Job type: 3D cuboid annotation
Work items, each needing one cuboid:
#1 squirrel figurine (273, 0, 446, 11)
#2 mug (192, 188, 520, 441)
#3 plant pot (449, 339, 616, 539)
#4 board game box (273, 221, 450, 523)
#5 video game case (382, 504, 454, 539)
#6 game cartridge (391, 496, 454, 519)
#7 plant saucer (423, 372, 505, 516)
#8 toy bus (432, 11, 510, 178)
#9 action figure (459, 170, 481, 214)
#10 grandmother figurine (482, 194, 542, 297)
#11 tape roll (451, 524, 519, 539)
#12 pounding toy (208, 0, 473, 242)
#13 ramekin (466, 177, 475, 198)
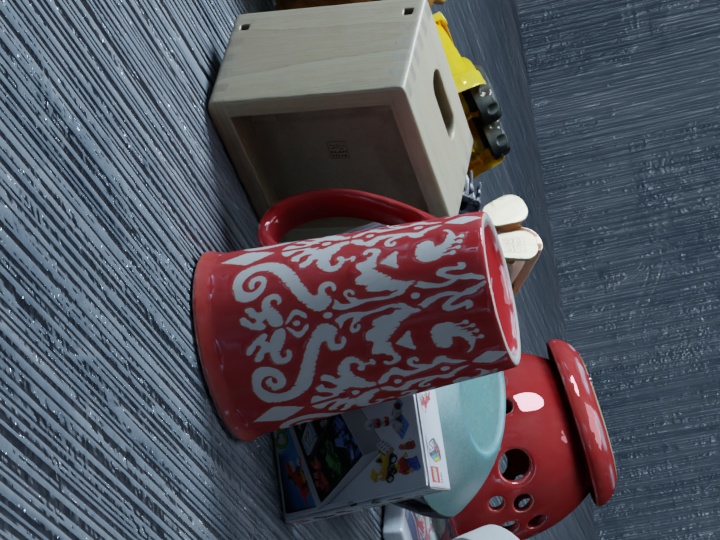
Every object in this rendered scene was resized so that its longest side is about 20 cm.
[{"bbox_3d":[-0.012,-0.273,1.534,0.187,0.141,0.200,49,-23,10],"label":"squirrel figurine"},{"bbox_3d":[-0.002,0.012,1.221,0.133,0.199,0.178,37,43,-71],"label":"mug"},{"bbox_3d":[0.159,0.178,1.829,0.200,0.182,0.201,-16,90,-87],"label":"plant pot"},{"bbox_3d":[-0.010,0.075,1.308,0.035,0.126,0.201,17,61,-57],"label":"board game box"},{"bbox_3d":[0.060,0.259,1.739,0.200,0.023,0.183,-83,159,-58],"label":"video game case"},{"bbox_3d":[0.034,0.119,1.424,0.200,0.041,0.134,34,49,-61],"label":"game cartridge"},{"bbox_3d":[0.083,0.098,1.452,0.201,0.039,0.202,-7,90,-67],"label":"plant saucer"},{"bbox_3d":[0.073,-0.208,2.058,0.200,0.135,0.193,61,5,-62],"label":"toy bus"},{"bbox_3d":[0.035,-0.081,1.581,0.200,0.118,0.103,10,-100,66],"label":"action figure"},{"bbox_3d":[0.125,0.023,1.677,0.200,0.060,0.122,102,-12,-56],"label":"grandmother figurine"},{"bbox_3d":[0.144,0.339,1.681,0.203,0.037,0.203,53,-26,40],"label":"tape roll"},{"bbox_3d":[-0.015,-0.114,1.405,0.200,0.183,0.143,67,28,-45],"label":"pounding toy"},{"bbox_3d":[0.055,-0.083,1.777,0.200,0.097,0.201,-20,90,-88],"label":"ramekin"}]
